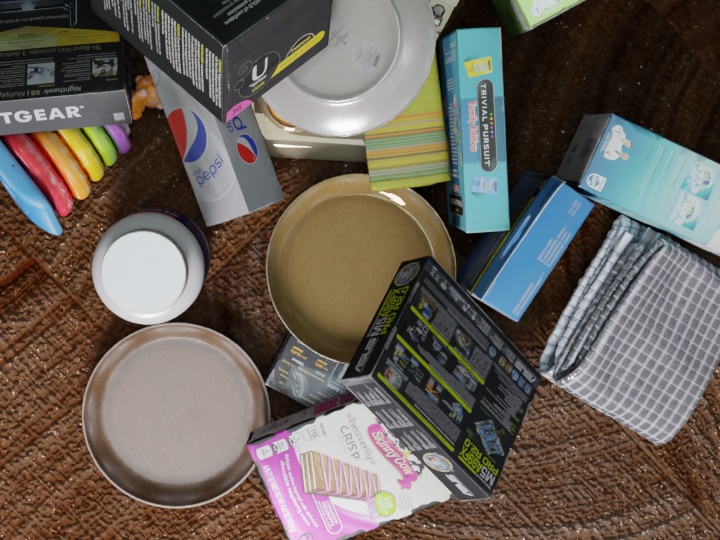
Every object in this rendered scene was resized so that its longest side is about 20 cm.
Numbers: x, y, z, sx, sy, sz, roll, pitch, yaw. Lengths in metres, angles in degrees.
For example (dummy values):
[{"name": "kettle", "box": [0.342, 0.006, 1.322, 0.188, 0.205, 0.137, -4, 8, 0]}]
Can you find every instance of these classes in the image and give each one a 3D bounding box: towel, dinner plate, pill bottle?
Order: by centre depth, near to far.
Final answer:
[{"name": "pill bottle", "box": [-0.210, -0.005, 1.537, 0.111, 0.200, 0.111, 0, 95, -3]}, {"name": "dinner plate", "box": [-0.023, -0.237, 1.556, 0.200, 0.024, 0.200, 0, 93, 9]}, {"name": "towel", "box": [0.041, -0.185, 1.578, 0.086, 0.018, 0.200, -7, 92, -7]}, {"name": "towel", "box": [0.304, 0.065, 1.608, 0.166, 0.086, 0.200, 30, 92, -25]}]

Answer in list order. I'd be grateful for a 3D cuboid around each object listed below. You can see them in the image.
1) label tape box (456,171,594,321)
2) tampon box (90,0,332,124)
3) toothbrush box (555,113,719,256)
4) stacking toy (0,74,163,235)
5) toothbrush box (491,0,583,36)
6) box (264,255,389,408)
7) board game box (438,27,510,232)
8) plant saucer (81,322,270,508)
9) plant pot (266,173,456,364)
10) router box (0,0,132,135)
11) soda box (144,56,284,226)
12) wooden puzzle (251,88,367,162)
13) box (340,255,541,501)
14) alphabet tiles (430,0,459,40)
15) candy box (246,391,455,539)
[{"name": "label tape box", "box": [0.170, -0.024, 1.555, 0.066, 0.200, 0.143, 33, 92, -7]}, {"name": "tampon box", "box": [-0.146, -0.274, 1.480, 0.200, 0.126, 0.150, 42, 65, 18]}, {"name": "toothbrush box", "box": [0.318, -0.086, 1.586, 0.200, 0.146, 0.085, 23, 94, -6]}, {"name": "stacking toy", "box": [-0.282, -0.140, 1.582, 0.200, 0.110, 0.116, -38, 79, -11]}, {"name": "toothbrush box", "box": [0.153, -0.348, 1.555, 0.086, 0.146, 0.200, -29, 95, 0]}, {"name": "box", "box": [0.021, 0.097, 1.633, 0.200, 0.050, 0.158, 28, 93, -5]}, {"name": "board game box", "box": [0.116, -0.144, 1.567, 0.047, 0.151, 0.200, -4, 95, -3]}, {"name": "plant saucer", "box": [-0.196, 0.154, 1.636, 0.200, 0.032, 0.200, 0, 94, -2]}, {"name": "plant pot", "box": [0.000, 0.000, 1.587, 0.200, 0.027, 0.200, 1, 82, -9]}, {"name": "router box", "box": [-0.333, -0.213, 1.544, 0.200, 0.052, 0.157, -5, 54, -2]}, {"name": "soda box", "box": [-0.153, -0.152, 1.584, 0.063, 0.068, 0.200, -16, 97, 36]}, {"name": "wooden puzzle", "box": [-0.025, -0.214, 1.601, 0.185, 0.046, 0.200, 3, 97, -2]}, {"name": "box", "box": [0.086, 0.109, 1.533, 0.200, 0.044, 0.160, 46, 53, -26]}, {"name": "alphabet tiles", "box": [0.006, -0.313, 1.620, 0.200, 0.006, 0.166, 28, 93, -5]}, {"name": "candy box", "box": [-0.001, 0.198, 1.589, 0.200, 0.061, 0.136, -23, 99, 4]}]
